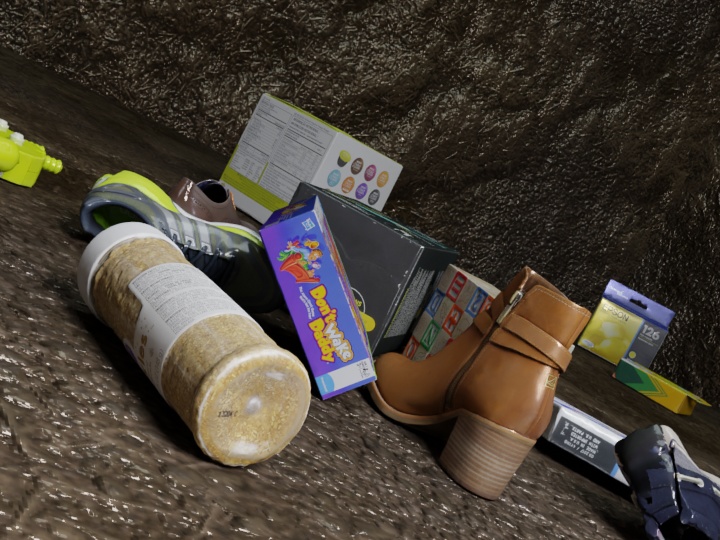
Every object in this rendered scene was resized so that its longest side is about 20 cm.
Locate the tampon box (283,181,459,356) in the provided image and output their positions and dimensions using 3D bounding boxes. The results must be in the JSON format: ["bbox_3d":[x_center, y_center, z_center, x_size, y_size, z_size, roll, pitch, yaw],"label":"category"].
[{"bbox_3d":[0.000,0.000,1.065,0.149,0.127,0.200,28,6,15],"label":"tampon box"}]

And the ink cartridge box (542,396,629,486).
[{"bbox_3d":[0.271,0.192,1.020,0.197,0.044,0.200,28,1,3],"label":"ink cartridge box"}]

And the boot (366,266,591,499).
[{"bbox_3d":[0.086,0.063,0.758,0.076,0.156,0.200,24,6,-24],"label":"boot"}]

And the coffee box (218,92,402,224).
[{"bbox_3d":[-0.088,-0.158,1.700,0.199,0.199,0.199,32,7,37],"label":"coffee box"}]

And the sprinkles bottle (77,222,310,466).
[{"bbox_3d":[-0.103,0.035,0.569,0.068,0.069,0.200,23,7,-39],"label":"sprinkles bottle"}]

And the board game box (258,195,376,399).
[{"bbox_3d":[-0.034,0.013,0.812,0.200,0.044,0.135,-105,176,-82],"label":"board game box"}]

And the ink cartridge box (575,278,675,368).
[{"bbox_3d":[0.710,0.156,2.618,0.197,0.201,0.047,28,5,7],"label":"ink cartridge box"}]

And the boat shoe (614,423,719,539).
[{"bbox_3d":[0.280,0.216,0.829,0.200,0.074,0.093,40,30,-36],"label":"boat shoe"}]

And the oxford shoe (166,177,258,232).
[{"bbox_3d":[-0.158,-0.059,1.121,0.071,0.073,0.200,29,5,19],"label":"oxford shoe"}]

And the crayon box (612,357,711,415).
[{"bbox_3d":[0.681,0.271,2.214,0.199,0.051,0.127,31,7,33],"label":"crayon box"}]

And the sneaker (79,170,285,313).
[{"bbox_3d":[-0.155,-0.014,0.840,0.199,0.074,0.081,25,20,0],"label":"sneaker"}]

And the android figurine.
[{"bbox_3d":[-0.379,-0.132,0.923,0.199,0.041,0.182,20,9,-43],"label":"android figurine"}]

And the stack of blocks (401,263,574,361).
[{"bbox_3d":[0.115,0.080,0.950,0.058,0.116,0.200,25,7,-19],"label":"stack of blocks"}]
